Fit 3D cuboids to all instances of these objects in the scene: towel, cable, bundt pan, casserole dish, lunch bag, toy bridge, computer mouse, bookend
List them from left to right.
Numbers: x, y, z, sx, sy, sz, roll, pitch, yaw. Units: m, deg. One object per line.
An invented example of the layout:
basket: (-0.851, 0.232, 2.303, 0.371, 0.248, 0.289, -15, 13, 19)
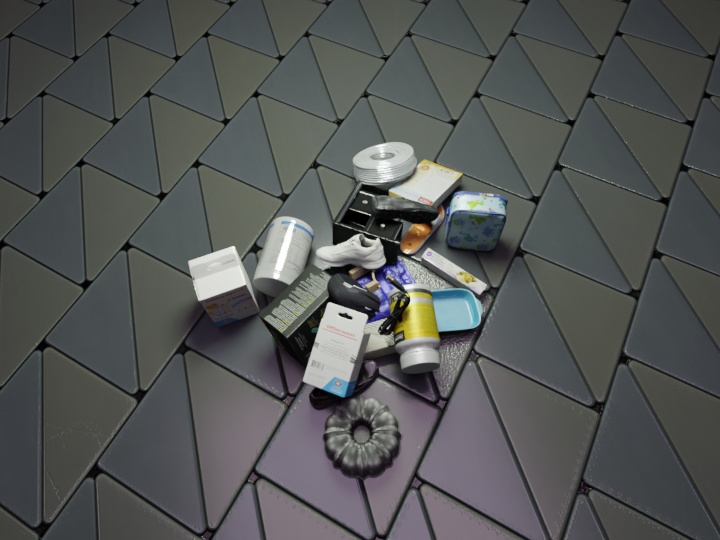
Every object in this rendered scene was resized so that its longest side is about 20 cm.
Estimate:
toy bridge: (0.000, 0.000, 1.446, 0.067, 0.027, 0.200, -28, 41, -20)
bundt pan: (0.003, 0.394, 1.253, 0.200, 0.076, 0.203, -1, 61, 2)
computer mouse: (0.019, 0.060, 1.232, 0.200, 0.046, 0.141, 37, 112, 2)
bookend: (0.046, -0.141, 1.501, 0.199, 0.092, 0.199, 19, 51, 12)
towel: (0.059, 0.062, 1.441, 0.199, 0.050, 0.148, -26, 63, -11)
cable: (0.074, -0.329, 1.596, 0.198, 0.070, 0.200, -4, 33, 9)
casserole dish: (0.231, 0.113, 1.401, 0.199, 0.039, 0.122, -4, 61, -11)
lunch bag: (0.317, -0.136, 1.451, 0.160, 0.200, 0.083, 6, 61, 6)

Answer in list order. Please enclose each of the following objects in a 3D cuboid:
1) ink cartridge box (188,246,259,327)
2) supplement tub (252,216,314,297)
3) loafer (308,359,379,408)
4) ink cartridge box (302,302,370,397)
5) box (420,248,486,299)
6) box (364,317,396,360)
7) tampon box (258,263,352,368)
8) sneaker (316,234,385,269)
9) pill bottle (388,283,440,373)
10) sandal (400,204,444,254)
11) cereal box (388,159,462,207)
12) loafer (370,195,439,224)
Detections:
ink cartridge box: (-0.364, 0.041, 1.380, 0.128, 0.200, 0.126, -21, 63, -9)
supplement tub: (-0.214, -0.037, 1.456, 0.131, 0.132, 0.201, 10, 63, 7)
loafer: (-0.040, 0.285, 1.317, 0.199, 0.063, 0.072, -27, 65, -12)
ink cartridge box: (-0.050, 0.190, 1.255, 0.115, 0.067, 0.201, 17, 87, 20)
box: (0.262, 0.009, 1.467, 0.199, 0.042, 0.039, 34, 67, 19)
box: (0.050, 0.180, 1.367, 0.199, 0.068, 0.083, -16, 64, -7)
tampon box: (-0.133, 0.117, 1.347, 0.126, 0.150, 0.200, 30, 65, 36)
sneaker: (-0.028, -0.061, 1.427, 0.199, 0.100, 0.075, 3, 35, 17)
pill bottle: (0.135, 0.145, 1.282, 0.113, 0.114, 0.201, -6, 64, -1)
sandal: (0.187, -0.137, 1.536, 0.079, 0.059, 0.207, 27, 66, 15)
cereal box: (0.199, -0.255, 1.575, 0.143, 0.040, 0.200, 28, 55, 27)
loafer: (0.126, -0.177, 1.453, 0.199, 0.068, 0.071, 4, 53, -16)
